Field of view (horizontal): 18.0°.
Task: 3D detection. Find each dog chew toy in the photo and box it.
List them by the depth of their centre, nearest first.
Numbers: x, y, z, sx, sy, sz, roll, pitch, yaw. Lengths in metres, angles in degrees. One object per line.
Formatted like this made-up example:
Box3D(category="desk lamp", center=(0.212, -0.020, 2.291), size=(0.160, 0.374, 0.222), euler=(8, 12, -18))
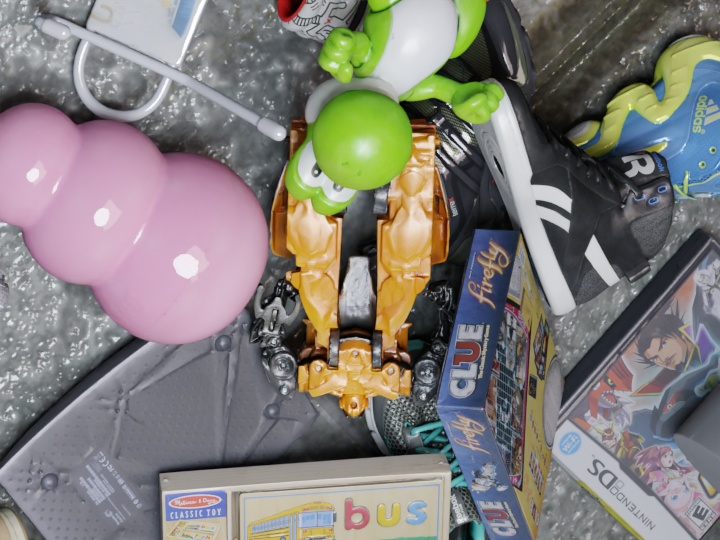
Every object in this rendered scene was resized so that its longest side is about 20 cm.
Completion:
Box3D(category="dog chew toy", center=(-0.158, -0.037, 1.444), size=(0.199, 0.125, 0.125), euler=(30, 94, -21))

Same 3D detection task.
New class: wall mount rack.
Box3D(category="wall mount rack", center=(-0.101, -0.173, 1.419), size=(0.173, 0.075, 0.201), euler=(23, 98, 0))

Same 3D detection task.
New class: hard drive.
Box3D(category="hard drive", center=(-0.139, 0.113, 1.543), size=(0.200, 0.042, 0.135), euler=(-39, 118, -8))

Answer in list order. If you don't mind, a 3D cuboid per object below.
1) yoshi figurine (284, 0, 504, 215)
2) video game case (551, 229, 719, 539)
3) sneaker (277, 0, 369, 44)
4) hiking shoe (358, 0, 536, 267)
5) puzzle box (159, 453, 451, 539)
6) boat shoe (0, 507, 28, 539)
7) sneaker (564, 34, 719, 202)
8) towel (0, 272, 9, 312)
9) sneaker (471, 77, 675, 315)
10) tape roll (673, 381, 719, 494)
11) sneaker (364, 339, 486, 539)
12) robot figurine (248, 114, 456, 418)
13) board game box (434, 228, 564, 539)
Box3D(category="yoshi figurine", center=(0.025, -0.124, 1.400), size=(0.201, 0.112, 0.112), euler=(-61, 159, -5))
Box3D(category="video game case", center=(0.245, 0.100, 1.714), size=(0.200, 0.025, 0.181), euler=(-48, 119, -2))
Box3D(category="sneaker", center=(0.013, -0.237, 1.476), size=(0.107, 0.067, 0.202), euler=(13, 105, -29))
Box3D(category="hiking shoe", center=(0.054, -0.097, 1.536), size=(0.100, 0.076, 0.201), euler=(0, 109, -27))
Box3D(category="puzzle box", center=(-0.037, 0.193, 1.556), size=(0.199, 0.025, 0.134), euler=(-4, 116, -8))
Box3D(category="boat shoe", center=(-0.260, 0.256, 1.522), size=(0.069, 0.074, 0.201), euler=(-2, 109, -29))
Box3D(category="sneaker", center=(0.204, -0.074, 1.586), size=(0.200, 0.105, 0.076), euler=(-49, 141, -2))
Box3D(category="towel", center=(-0.330, 0.042, 1.413), size=(0.165, 0.086, 0.201), euler=(31, 93, -29))
Box3D(category="sneaker", center=(0.146, -0.069, 1.509), size=(0.111, 0.073, 0.200), euler=(-26, 133, -3))
Box3D(category="tape roll", center=(0.321, 0.162, 1.642), size=(0.066, 0.200, 0.200), euler=(-47, 119, -5))
Box3D(category="sneaker", center=(0.059, 0.146, 1.612), size=(0.077, 0.091, 0.201), euler=(-19, 114, -17))
Box3D(category="robot figurine", center=(0.000, 0.000, 1.511), size=(0.144, 0.058, 0.201), euler=(3, 110, 1))
Box3D(category="board game box", center=(0.098, 0.083, 1.548), size=(0.200, 0.034, 0.136), euler=(68, 31, -54))
